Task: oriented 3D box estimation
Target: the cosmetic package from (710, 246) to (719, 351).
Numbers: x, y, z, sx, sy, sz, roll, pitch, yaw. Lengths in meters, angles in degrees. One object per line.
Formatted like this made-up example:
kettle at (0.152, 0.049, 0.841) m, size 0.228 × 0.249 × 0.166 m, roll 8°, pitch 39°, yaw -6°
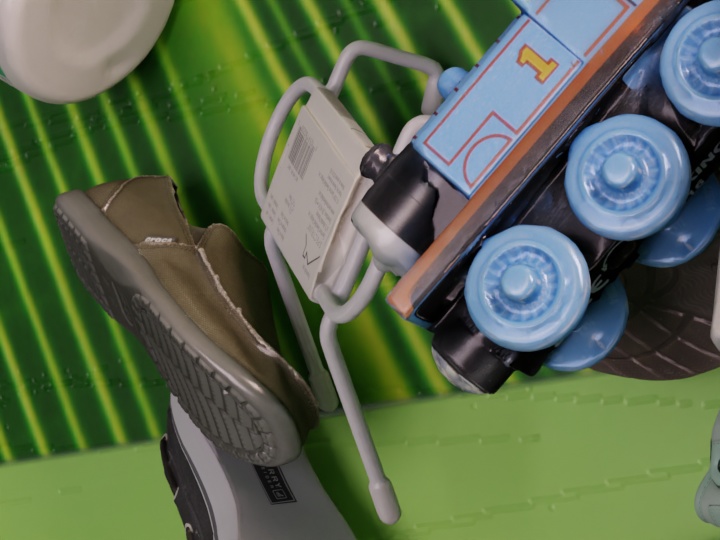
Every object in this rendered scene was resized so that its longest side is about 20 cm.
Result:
cosmetic package at (0.232, -0.033, 0.770) m, size 0.167 × 0.166 × 0.200 m, roll -18°, pitch 45°, yaw 37°

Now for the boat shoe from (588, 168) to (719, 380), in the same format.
boat shoe at (0.144, -0.008, 0.952) m, size 0.200 × 0.072 × 0.076 m, roll -10°, pitch 122°, yaw 43°

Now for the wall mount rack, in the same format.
wall mount rack at (0.000, 0.000, 1.026) m, size 0.200 × 0.074 × 0.174 m, roll -122°, pitch 52°, yaw -65°

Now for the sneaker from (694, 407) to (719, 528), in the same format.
sneaker at (0.185, 0.107, 0.887) m, size 0.118 × 0.074 × 0.201 m, roll -23°, pitch 45°, yaw 34°

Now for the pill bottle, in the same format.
pill bottle at (-0.194, -0.170, 1.170) m, size 0.200 × 0.113 × 0.113 m, roll 31°, pitch 110°, yaw 32°

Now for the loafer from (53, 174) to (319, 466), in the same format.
loafer at (-0.071, 0.011, 1.090) m, size 0.200 × 0.070 × 0.075 m, roll 46°, pitch 158°, yaw 40°

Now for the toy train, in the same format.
toy train at (0.081, -0.051, 0.881) m, size 0.114 × 0.087 × 0.200 m, roll 43°, pitch 97°, yaw 22°

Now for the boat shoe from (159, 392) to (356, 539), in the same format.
boat shoe at (-0.044, 0.126, 1.083) m, size 0.057 × 0.069 × 0.200 m, roll -64°, pitch 35°, yaw 39°
